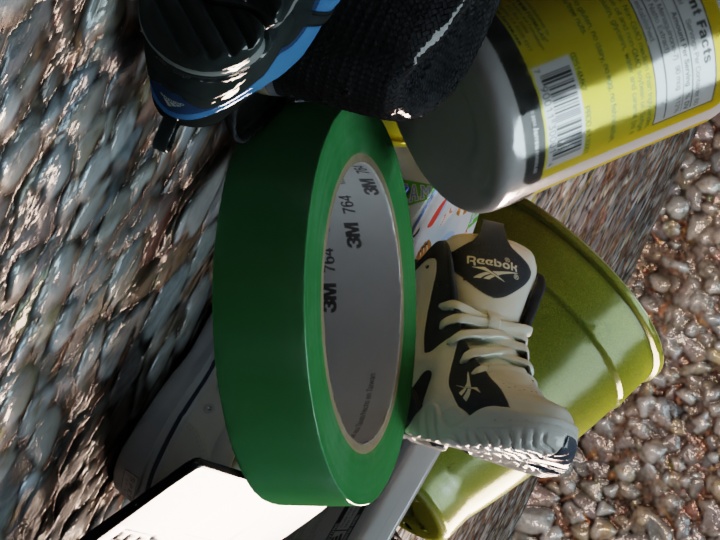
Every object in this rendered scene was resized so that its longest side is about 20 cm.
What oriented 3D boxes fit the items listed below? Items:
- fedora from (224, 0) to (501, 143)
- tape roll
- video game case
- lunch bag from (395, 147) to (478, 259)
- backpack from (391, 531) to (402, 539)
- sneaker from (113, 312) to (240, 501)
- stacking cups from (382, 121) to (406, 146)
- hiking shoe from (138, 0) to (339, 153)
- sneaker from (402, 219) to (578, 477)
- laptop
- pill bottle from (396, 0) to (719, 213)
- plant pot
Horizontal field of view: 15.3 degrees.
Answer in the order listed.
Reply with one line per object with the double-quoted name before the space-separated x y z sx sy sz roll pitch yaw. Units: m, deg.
"fedora" 0.015 -0.132 1.235 0.201 0.092 0.201 -60 170 -18
"tape roll" -0.020 0.017 1.328 0.200 0.048 0.201 0 90 -74
"video game case" -0.010 0.111 1.630 0.182 0.023 0.200 -10 -137 54
"lunch bag" 0.000 0.000 1.556 0.200 0.075 0.160 -63 168 2
"backpack" -0.017 0.233 1.767 0.147 0.183 0.200 -38 175 0
"sneaker" -0.053 0.054 1.423 0.200 0.071 0.073 -58 169 -25
"stacking cups" 0.035 -0.162 1.378 0.061 0.060 0.200 -48 158 -57
"hiking shoe" -0.028 -0.141 1.105 0.200 0.074 0.087 -47 171 -28
"sneaker" 0.066 0.035 1.444 0.199 0.079 0.130 4 -103 70
"laptop" -0.099 0.204 1.325 0.200 0.116 0.187 -36 161 9
"pill bottle" 0.122 -0.114 1.364 0.200 0.114 0.114 -23 150 -24
"plant pot" 0.067 0.072 1.811 0.193 0.200 0.200 -47 165 -17
